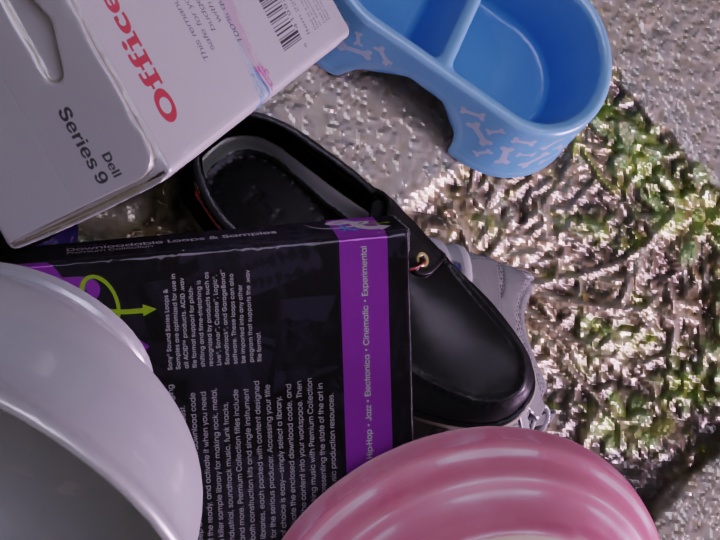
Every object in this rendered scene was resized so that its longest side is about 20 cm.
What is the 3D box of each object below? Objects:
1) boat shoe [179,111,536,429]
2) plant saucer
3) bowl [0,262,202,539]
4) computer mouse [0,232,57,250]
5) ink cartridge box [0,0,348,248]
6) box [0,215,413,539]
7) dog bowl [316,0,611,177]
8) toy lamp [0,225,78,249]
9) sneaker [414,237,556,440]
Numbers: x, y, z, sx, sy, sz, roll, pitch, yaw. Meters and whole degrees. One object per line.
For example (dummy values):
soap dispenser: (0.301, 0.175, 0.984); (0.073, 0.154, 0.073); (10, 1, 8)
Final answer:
boat shoe: (-0.002, 0.002, 0.864); (0.201, 0.063, 0.074); (39, 72, 9)
plant saucer: (0.050, 0.167, 0.837); (0.199, 0.051, 0.202); (-8, 119, -14)
bowl: (-0.139, 0.061, 0.711); (0.201, 0.201, 0.091); (36, 52, -16)
computer mouse: (-0.178, -0.105, 0.811); (0.138, 0.053, 0.201); (-17, 71, -26)
ink cartridge box: (-0.103, -0.118, 0.768); (0.146, 0.087, 0.200); (61, 27, -11)
box: (-0.076, 0.055, 0.810); (0.198, 0.036, 0.144); (-5, 106, -13)
dog bowl: (0.048, -0.133, 0.967); (0.199, 0.050, 0.112); (33, 66, -17)
toy lamp: (-0.099, 0.027, 0.852); (0.199, 0.058, 0.059); (30, 67, -21)
sneaker: (0.065, 0.083, 0.913); (0.081, 0.075, 0.202); (5, 76, -25)
